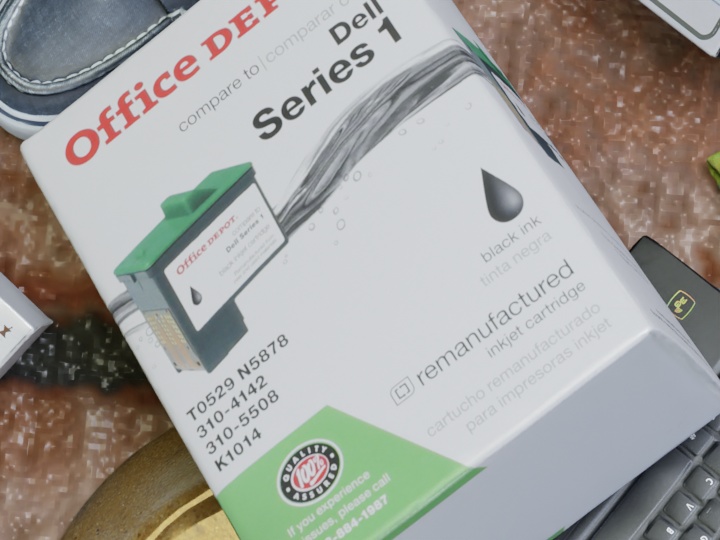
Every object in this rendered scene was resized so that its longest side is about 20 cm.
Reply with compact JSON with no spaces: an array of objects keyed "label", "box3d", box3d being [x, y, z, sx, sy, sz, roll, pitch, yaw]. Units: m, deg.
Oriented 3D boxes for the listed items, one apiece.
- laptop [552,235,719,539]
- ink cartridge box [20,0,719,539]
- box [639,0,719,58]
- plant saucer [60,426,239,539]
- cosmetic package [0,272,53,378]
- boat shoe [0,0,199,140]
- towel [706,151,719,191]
[{"label":"laptop","box3d":[0.103,0.106,0.906,0.200,0.103,0.177,39,87,17]},{"label":"ink cartridge box","box3d":[0.000,0.000,0.956,0.146,0.084,0.200,-38,60,8]},{"label":"box","box3d":[0.140,-0.179,0.965,0.117,0.060,0.201,44,114,34]},{"label":"plant saucer","box3d":[-0.019,0.137,0.995,0.199,0.035,0.202,-1,79,6]},{"label":"cosmetic package","box3d":[-0.205,-0.021,1.016,0.200,0.051,0.083,44,96,0]},{"label":"boat shoe","box3d":[-0.059,-0.127,1.019,0.200,0.091,0.071,-41,78,-2]},{"label":"towel","box3d":[0.215,-0.059,0.958,0.199,0.144,0.023,-30,112,2]}]
